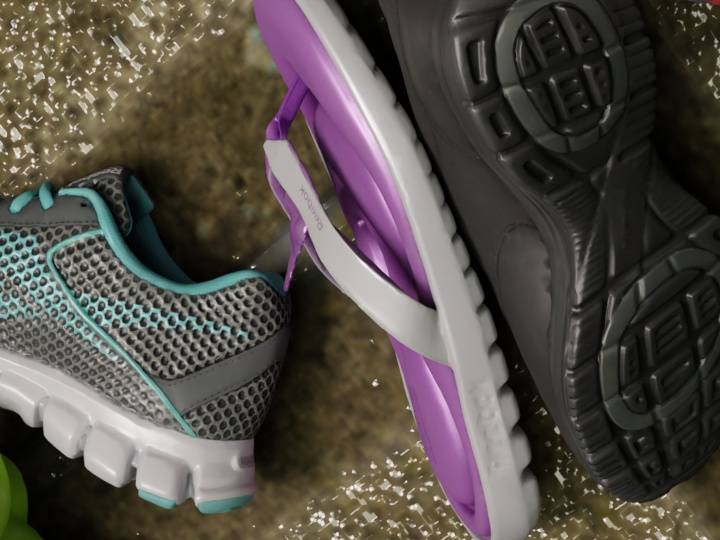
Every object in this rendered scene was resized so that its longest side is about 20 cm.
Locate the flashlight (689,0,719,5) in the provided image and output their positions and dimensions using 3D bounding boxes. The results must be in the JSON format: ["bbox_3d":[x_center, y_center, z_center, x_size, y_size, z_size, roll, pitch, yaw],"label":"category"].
[{"bbox_3d":[0.137,-0.098,0.760,0.199,0.068,0.068,16,137,40],"label":"flashlight"}]

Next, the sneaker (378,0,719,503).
[{"bbox_3d":[0.063,-0.020,0.847,0.076,0.091,0.201,-28,117,-18],"label":"sneaker"}]

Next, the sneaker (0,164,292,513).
[{"bbox_3d":[-0.108,0.000,0.925,0.199,0.078,0.092,27,97,8],"label":"sneaker"}]

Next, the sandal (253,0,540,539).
[{"bbox_3d":[0.002,0.000,0.862,0.050,0.082,0.204,-25,98,-14],"label":"sandal"}]

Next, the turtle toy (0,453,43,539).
[{"bbox_3d":[-0.154,0.126,0.943,0.145,0.101,0.201,17,117,16],"label":"turtle toy"}]
